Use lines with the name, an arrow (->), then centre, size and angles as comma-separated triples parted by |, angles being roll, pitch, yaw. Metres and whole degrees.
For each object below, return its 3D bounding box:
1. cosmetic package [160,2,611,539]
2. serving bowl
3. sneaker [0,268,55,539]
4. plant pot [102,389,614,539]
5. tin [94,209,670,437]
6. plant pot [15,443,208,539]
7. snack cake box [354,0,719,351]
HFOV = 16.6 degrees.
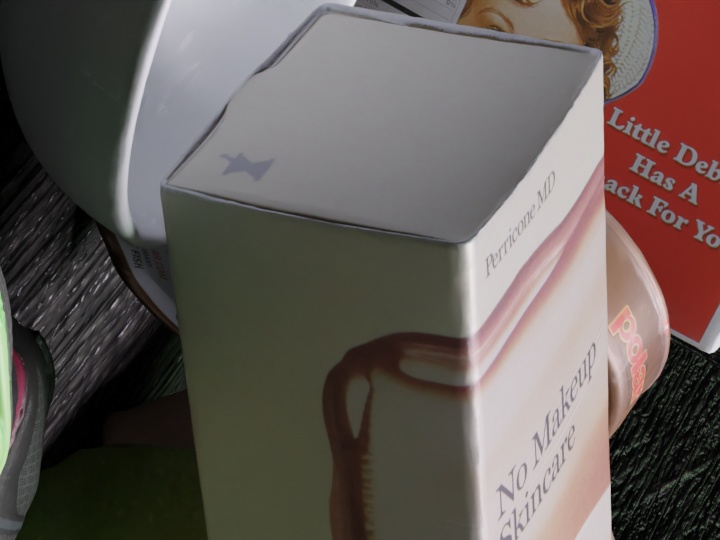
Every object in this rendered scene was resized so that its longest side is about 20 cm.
cosmetic package -> 0.014, 0.042, 0.674 | 0.103, 0.087, 0.201 | -53, 146, -46
serving bowl -> -0.037, -0.108, 0.635 | 0.201, 0.066, 0.200 | -61, 172, -14
sneaker -> -0.118, 0.035, 0.630 | 0.200, 0.076, 0.084 | 110, -7, -59
plant pot -> 0.009, 0.120, 0.991 | 0.174, 0.201, 0.200 | -22, 167, -3
tin -> 0.000, 0.000, 0.768 | 0.042, 0.199, 0.112 | -54, 146, -30
plant pot -> -0.074, 0.158, 0.789 | 0.200, 0.199, 0.185 | 91, -3, -73
snack cake box -> 0.058, -0.077, 0.795 | 0.115, 0.200, 0.067 | -65, 168, 25
